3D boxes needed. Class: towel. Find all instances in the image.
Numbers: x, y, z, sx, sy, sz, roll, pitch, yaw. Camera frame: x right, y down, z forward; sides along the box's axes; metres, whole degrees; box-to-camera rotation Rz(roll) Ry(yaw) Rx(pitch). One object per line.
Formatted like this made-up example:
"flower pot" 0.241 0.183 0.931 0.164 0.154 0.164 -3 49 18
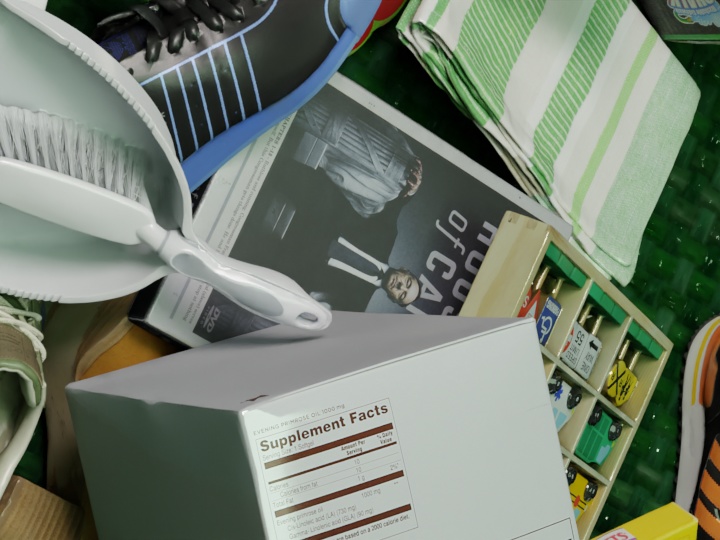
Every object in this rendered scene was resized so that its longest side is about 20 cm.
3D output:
"towel" 0.105 -0.109 1.346 0.200 0.023 0.153 48 51 -30

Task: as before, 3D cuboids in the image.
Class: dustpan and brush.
"dustpan and brush" -0.102 -0.025 1.133 0.199 0.057 0.140 21 125 -18

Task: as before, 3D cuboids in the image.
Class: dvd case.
"dvd case" 0.000 0.000 1.245 0.199 0.025 0.151 30 80 -30

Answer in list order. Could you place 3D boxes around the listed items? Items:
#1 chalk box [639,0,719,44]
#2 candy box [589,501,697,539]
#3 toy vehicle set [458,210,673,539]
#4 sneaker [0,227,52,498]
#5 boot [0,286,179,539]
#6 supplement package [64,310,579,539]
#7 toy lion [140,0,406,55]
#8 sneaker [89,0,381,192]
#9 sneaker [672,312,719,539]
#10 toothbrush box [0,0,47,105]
"chalk box" 0.211 -0.201 1.377 0.124 0.125 0.201 -41 115 -20
"candy box" 0.098 0.202 1.379 0.199 0.026 0.103 -20 124 -32
"toy vehicle set" 0.093 0.061 1.295 0.125 0.026 0.200 -66 151 -7
"sneaker" -0.167 0.033 1.189 0.067 0.090 0.202 22 83 -30
"boot" -0.095 0.075 1.258 0.144 0.071 0.202 32 81 -36
"supplement package" -0.010 0.132 1.120 0.146 0.191 0.202 -16 98 -27
"toy lion" -0.037 -0.171 1.225 0.199 0.069 0.193 -23 138 -35
"sneaker" -0.074 -0.097 1.164 0.200 0.070 0.078 -44 136 14
"sneaker" 0.225 0.126 1.436 0.069 0.090 0.202 -5 97 -30
"toothbrush box" -0.233 -0.168 1.133 0.199 0.085 0.148 16 85 -31
